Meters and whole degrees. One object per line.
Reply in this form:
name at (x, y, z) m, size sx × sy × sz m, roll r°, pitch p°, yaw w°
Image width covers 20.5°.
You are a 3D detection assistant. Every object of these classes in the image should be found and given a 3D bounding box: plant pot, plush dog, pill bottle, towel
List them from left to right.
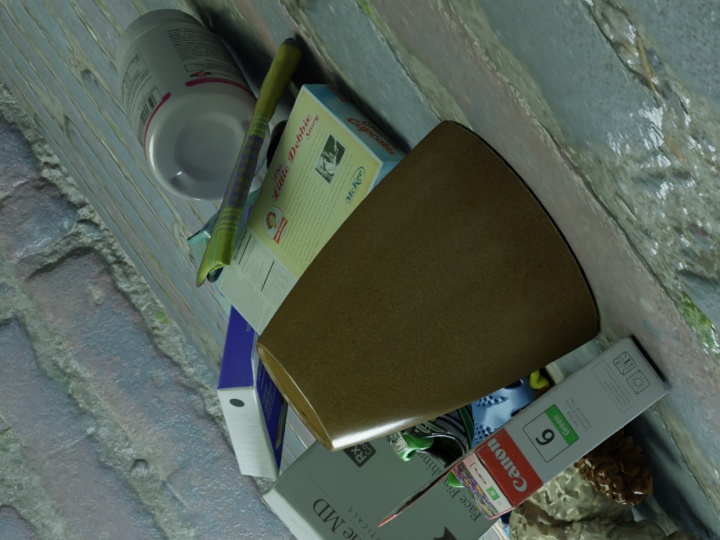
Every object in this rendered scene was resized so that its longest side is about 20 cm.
pill bottle at (-0.159, -0.157, 1.820) m, size 0.114 × 0.113 × 0.200 m, roll 62°, pitch 179°, yaw -35°
towel at (-0.091, -0.088, 1.651) m, size 0.023 × 0.202 × 0.144 m, roll 19°, pitch 168°, yaw -7°
plant pot at (0.032, 0.029, 1.392) m, size 0.187 × 0.199 × 0.187 m, roll 51°, pitch 168°, yaw 16°
plush dog at (0.159, 0.173, 1.492) m, size 0.200 × 0.159 × 0.174 m, roll -148°, pitch 48°, yaw -64°

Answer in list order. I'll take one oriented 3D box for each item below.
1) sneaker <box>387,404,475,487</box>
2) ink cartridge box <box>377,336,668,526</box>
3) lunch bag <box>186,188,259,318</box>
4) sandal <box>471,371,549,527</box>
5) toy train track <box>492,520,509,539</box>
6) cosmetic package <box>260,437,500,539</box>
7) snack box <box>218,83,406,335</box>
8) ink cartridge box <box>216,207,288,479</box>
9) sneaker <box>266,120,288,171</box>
sneaker at (0.039, 0.102, 1.648) m, size 0.199 × 0.086 × 0.078 m, roll 36°, pitch 149°, yaw -9°
ink cartridge box at (0.108, 0.128, 1.354) m, size 0.051 × 0.199 × 0.109 m, roll 53°, pitch 169°, yaw 6°
lunch bag at (-0.099, 0.006, 2.095) m, size 0.171 × 0.122 × 0.200 m, roll 54°, pitch 164°, yaw -4°
sandal at (0.123, 0.134, 1.618) m, size 0.201 × 0.087 × 0.079 m, roll 59°, pitch 170°, yaw -14°
toy train track at (0.147, 0.248, 2.021) m, size 0.114 × 0.033 × 0.201 m, roll 32°, pitch 162°, yaw 46°
cosmetic package at (0.037, 0.195, 1.825) m, size 0.165 × 0.200 × 0.165 m, roll 46°, pitch 169°, yaw 2°
snack box at (-0.038, -0.034, 1.598) m, size 0.116 × 0.037 × 0.201 m, roll 45°, pitch 123°, yaw 36°
ink cartridge box at (-0.091, 0.050, 1.780) m, size 0.201 × 0.043 × 0.200 m, roll 84°, pitch -170°, yaw -54°
sneaker at (-0.019, -0.052, 1.756) m, size 0.201 × 0.074 × 0.087 m, roll 63°, pitch -177°, yaw -25°
